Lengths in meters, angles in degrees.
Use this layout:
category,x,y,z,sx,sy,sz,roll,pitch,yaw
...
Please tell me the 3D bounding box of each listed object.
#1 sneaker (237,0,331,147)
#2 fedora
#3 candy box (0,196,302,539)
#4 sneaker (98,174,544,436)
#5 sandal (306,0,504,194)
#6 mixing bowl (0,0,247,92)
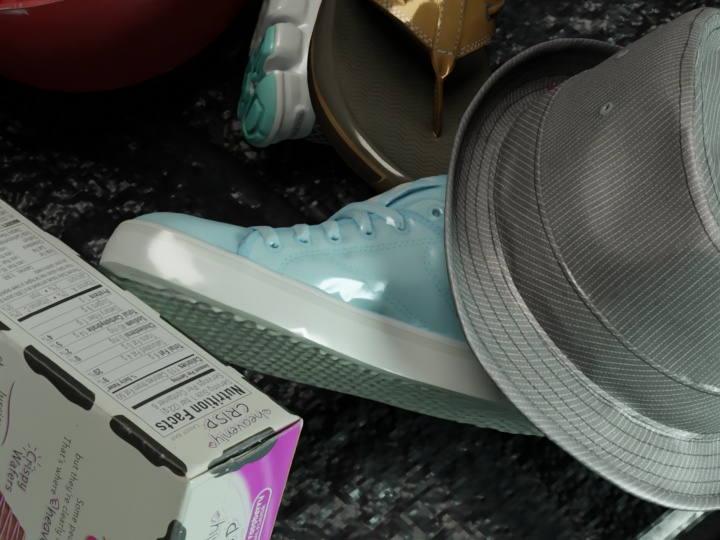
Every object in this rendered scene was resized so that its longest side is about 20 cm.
category,x,y,z,sx,sy,sz,roll,pitch,yaw
sneaker,0.007,-0.123,1.084,0.091,0.078,0.201,15,56,-7
fedora,0.124,-0.021,0.929,0.177,0.090,0.200,40,41,-8
candy box,-0.123,0.060,0.902,0.200,0.137,0.061,36,38,26
sneaker,0.000,0.000,0.934,0.199,0.074,0.082,19,73,-29
sandal,0.030,-0.111,1.008,0.081,0.055,0.201,20,56,-14
mixing bowl,-0.112,-0.149,1.067,0.199,0.109,0.201,-8,53,11
